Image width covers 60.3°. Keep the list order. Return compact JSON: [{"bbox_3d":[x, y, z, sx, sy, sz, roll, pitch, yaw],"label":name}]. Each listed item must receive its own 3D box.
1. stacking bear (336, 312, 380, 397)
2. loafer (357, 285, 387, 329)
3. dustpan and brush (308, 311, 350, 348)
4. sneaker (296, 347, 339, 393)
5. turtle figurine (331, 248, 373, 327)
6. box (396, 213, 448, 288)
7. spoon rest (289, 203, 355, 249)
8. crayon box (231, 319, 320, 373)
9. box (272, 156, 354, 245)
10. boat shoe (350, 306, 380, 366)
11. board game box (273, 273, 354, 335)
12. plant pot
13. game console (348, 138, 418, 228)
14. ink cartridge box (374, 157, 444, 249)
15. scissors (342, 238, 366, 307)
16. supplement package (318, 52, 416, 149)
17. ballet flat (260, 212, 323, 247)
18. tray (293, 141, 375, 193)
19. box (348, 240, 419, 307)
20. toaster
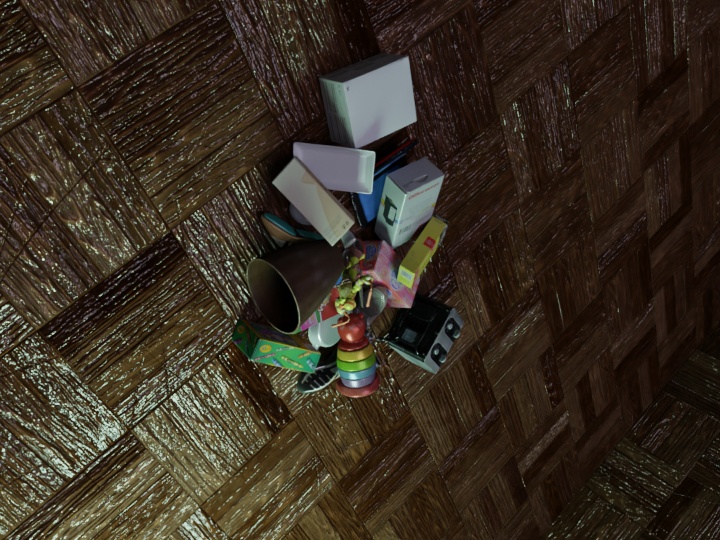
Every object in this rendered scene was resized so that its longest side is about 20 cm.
[{"bbox_3d":[-0.015,0.210,1.608,0.117,0.114,0.207,-10,106,-8],"label":"stacking bear"},{"bbox_3d":[0.030,0.096,1.693,0.063,0.072,0.202,-40,166,-40],"label":"loafer"},{"bbox_3d":[-0.105,0.181,1.677,0.138,0.056,0.206,21,89,-50],"label":"dustpan and brush"},{"bbox_3d":[-0.091,0.283,1.703,0.197,0.074,0.081,-29,153,-29],"label":"sneaker"},{"bbox_3d":[-0.032,0.040,1.526,0.063,0.165,0.201,17,140,-22],"label":"turtle figurine"},{"bbox_3d":[0.167,-0.053,1.657,0.201,0.049,0.076,-53,164,-31],"label":"box"},{"bbox_3d":[-0.094,-0.131,1.542,0.099,0.061,0.199,-41,126,14],"label":"spoon rest"},{"bbox_3d":[-0.208,0.190,1.546,0.197,0.118,0.060,21,97,-41],"label":"crayon box"},{"bbox_3d":[-0.107,-0.161,1.429,0.078,0.095,0.200,-43,101,7],"label":"box"},{"bbox_3d":[0.012,0.183,1.692,0.061,0.073,0.206,-7,116,9],"label":"boat shoe"},{"bbox_3d":[-0.120,0.053,1.572,0.196,0.040,0.158,-22,97,-30],"label":"board game box"},{"bbox_3d":[-0.135,0.013,1.454,0.198,0.184,0.192,-34,128,-36],"label":"plant pot"},{"bbox_3d":[0.074,-0.222,1.598,0.198,0.172,0.120,-37,95,-21],"label":"game console"},{"bbox_3d":[0.126,-0.176,1.625,0.143,0.083,0.203,-28,149,-31],"label":"ink cartridge box"},{"bbox_3d":[0.000,0.000,1.587,0.072,0.203,0.014,-33,138,13],"label":"scissors"},{"bbox_3d":[0.021,-0.407,1.481,0.197,0.110,0.160,-29,124,-25],"label":"supplement package"},{"bbox_3d":[-0.169,-0.077,1.502,0.197,0.069,0.064,22,109,-41],"label":"ballet flat"},{"bbox_3d":[-0.063,-0.245,1.467,0.193,0.022,0.110,7,121,3],"label":"tray"},{"bbox_3d":[0.064,0.012,1.682,0.200,0.100,0.097,43,58,-42],"label":"box"},{"bbox_3d":[0.183,0.181,1.820,0.119,0.197,0.184,44,73,-43],"label":"toaster"}]
